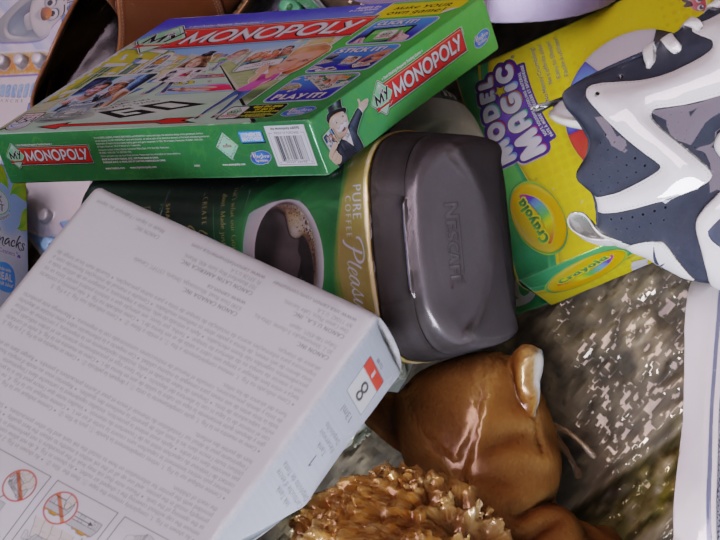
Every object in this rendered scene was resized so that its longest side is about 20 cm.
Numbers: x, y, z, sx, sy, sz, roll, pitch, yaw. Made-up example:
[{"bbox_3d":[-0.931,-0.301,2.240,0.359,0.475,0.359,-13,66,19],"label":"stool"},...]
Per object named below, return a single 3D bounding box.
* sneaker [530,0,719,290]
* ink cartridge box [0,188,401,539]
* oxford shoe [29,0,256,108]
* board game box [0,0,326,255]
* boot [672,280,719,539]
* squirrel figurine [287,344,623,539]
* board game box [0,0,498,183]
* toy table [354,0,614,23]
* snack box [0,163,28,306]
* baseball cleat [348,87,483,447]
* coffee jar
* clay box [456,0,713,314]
[{"bbox_3d":[0.143,-0.093,1.153,0.129,0.079,0.199,8,87,18],"label":"sneaker"},{"bbox_3d":[-0.102,0.076,1.082,0.162,0.050,0.200,24,69,31],"label":"ink cartridge box"},{"bbox_3d":[-0.101,-0.147,1.320,0.071,0.071,0.200,26,85,31],"label":"oxford shoe"},{"bbox_3d":[-0.132,-0.116,1.380,0.200,0.026,0.200,-44,61,8],"label":"board game box"},{"bbox_3d":[0.191,0.086,1.134,0.090,0.073,0.200,-8,70,28],"label":"boot"},{"bbox_3d":[0.052,0.126,1.116,0.141,0.200,0.187,-14,81,29],"label":"squirrel figurine"},{"bbox_3d":[-0.055,-0.082,1.197,0.200,0.135,0.029,0,119,40],"label":"board game box"},{"bbox_3d":[0.035,-0.204,1.229,0.200,0.117,0.184,7,38,9],"label":"toy table"},{"bbox_3d":[-0.254,0.052,1.351,0.169,0.068,0.200,-13,71,29],"label":"snack box"},{"bbox_3d":[0.000,0.000,1.266,0.200,0.070,0.106,-59,25,14],"label":"baseball cleat"},{"bbox_3d":[-0.026,-0.006,1.174,0.200,0.085,0.104,-4,91,32],"label":"coffee jar"},{"bbox_3d":[0.130,-0.066,1.225,0.200,0.048,0.115,-24,66,17],"label":"clay box"}]
